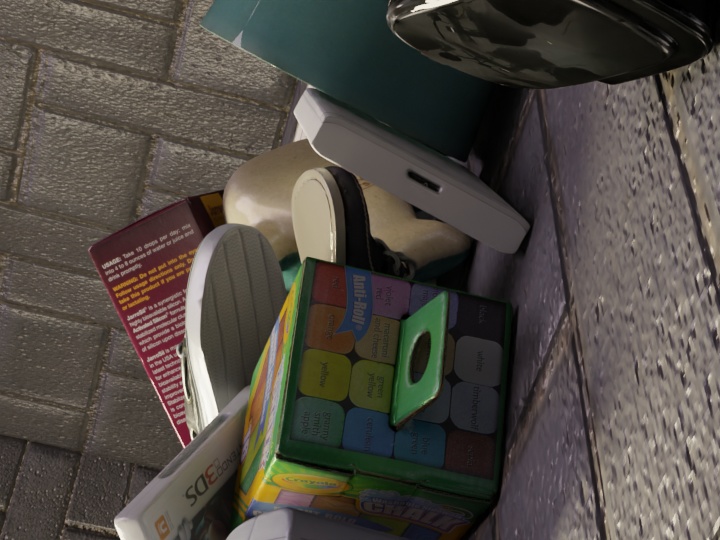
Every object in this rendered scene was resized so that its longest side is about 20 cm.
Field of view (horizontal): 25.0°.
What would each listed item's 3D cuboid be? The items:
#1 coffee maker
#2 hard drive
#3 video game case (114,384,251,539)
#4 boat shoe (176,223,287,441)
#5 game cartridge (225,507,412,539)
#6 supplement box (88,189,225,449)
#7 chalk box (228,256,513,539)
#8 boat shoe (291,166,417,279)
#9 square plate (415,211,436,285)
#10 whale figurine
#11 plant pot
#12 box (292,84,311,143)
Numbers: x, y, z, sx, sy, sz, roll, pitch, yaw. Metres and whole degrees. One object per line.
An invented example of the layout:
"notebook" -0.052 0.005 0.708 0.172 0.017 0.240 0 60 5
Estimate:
"coffee maker" 0.098 -0.192 0.672 0.192 0.135 0.200 132 150 -73
"hard drive" 0.026 -0.066 0.996 0.027 0.132 0.200 -61 9 7
"video game case" -0.064 0.194 0.990 0.182 0.023 0.200 -45 -62 -60
"boat shoe" -0.094 0.065 1.077 0.071 0.072 0.200 16 111 51
"game cartridge" -0.009 0.168 0.835 0.200 0.133 0.041 121 160 -66
"supplement box" -0.104 0.049 1.180 0.200 0.086 0.110 64 -168 -2
"chalk box" 0.007 0.080 0.905 0.200 0.124 0.124 115 166 -58
"boat shoe" 0.000 0.000 0.980 0.200 0.063 0.073 88 160 -54
"square plate" 0.022 0.063 1.200 0.200 0.028 0.198 -85 11 -50
"whale figurine" -0.009 -0.019 1.124 0.200 0.159 0.104 29 135 46
"plant pot" 0.019 -0.188 1.077 0.161 0.200 0.201 -62 9 6
"box" 0.008 -0.114 1.285 0.078 0.095 0.200 1 -73 -57
